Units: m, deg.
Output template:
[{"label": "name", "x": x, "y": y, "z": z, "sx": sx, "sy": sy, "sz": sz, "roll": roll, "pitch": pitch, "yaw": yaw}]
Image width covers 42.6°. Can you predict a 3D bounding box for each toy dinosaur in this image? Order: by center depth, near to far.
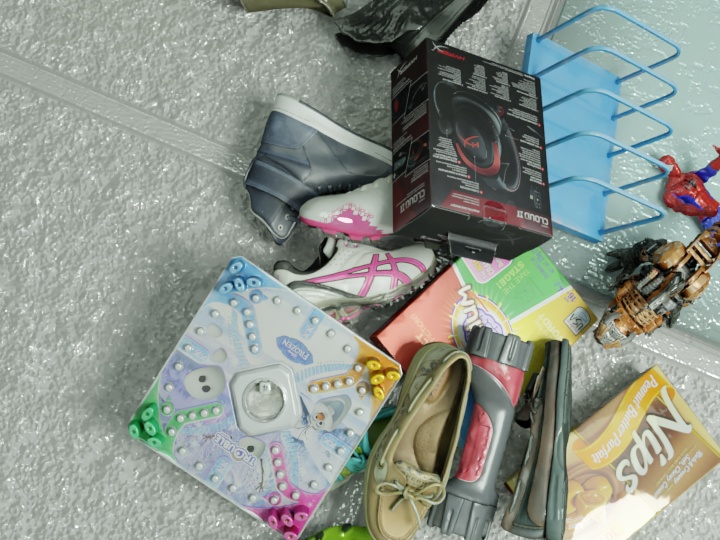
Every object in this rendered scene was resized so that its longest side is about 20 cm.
[{"label": "toy dinosaur", "x": 0.323, "y": 0.011, "z": 0.956, "sx": 0.196, "sy": 0.136, "sz": 0.104, "roll": -20, "pitch": 86, "yaw": 2}]

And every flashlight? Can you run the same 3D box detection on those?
[{"label": "flashlight", "x": 0.114, "y": 0.159, "z": 0.912, "sx": 0.067, "sy": 0.067, "sz": 0.204, "roll": 13, "pitch": 83, "yaw": 44}]

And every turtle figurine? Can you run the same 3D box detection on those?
[{"label": "turtle figurine", "x": -0.124, "y": 0.101, "z": 0.942, "sx": 0.147, "sy": 0.101, "sz": 0.203, "roll": 19, "pitch": 70, "yaw": 2}]

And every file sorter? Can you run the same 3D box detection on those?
[{"label": "file sorter", "x": 0.254, "y": -0.155, "z": 0.987, "sx": 0.137, "sy": 0.122, "sz": 0.204, "roll": 18, "pitch": 73, "yaw": -27}]

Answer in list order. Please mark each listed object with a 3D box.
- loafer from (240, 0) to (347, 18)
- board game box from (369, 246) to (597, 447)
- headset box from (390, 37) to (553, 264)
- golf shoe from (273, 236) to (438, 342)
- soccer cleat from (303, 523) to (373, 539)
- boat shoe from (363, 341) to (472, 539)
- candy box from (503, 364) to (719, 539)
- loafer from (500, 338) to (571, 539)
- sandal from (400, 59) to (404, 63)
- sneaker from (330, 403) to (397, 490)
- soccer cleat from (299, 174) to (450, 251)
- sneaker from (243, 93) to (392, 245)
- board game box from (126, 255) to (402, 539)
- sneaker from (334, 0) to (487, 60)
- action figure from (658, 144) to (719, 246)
[{"label": "loafer", "x": -0.111, "y": -0.325, "z": 1.066, "sx": 0.196, "sy": 0.075, "sz": 0.071, "roll": 19, "pitch": 87, "yaw": 7}, {"label": "board game box", "x": 0.131, "y": 0.062, "z": 0.977, "sx": 0.200, "sy": 0.040, "sz": 0.154, "roll": -42, "pitch": 92, "yaw": -12}, {"label": "headset box", "x": 0.109, "y": -0.107, "z": 0.917, "sx": 0.146, "sy": 0.075, "sz": 0.204, "roll": 11, "pitch": 66, "yaw": -27}, {"label": "golf shoe", "x": 0.000, "y": 0.000, "z": 0.951, "sx": 0.198, "sy": 0.072, "sz": 0.094, "roll": -23, "pitch": 92, "yaw": -37}, {"label": "soccer cleat", "x": -0.050, "y": 0.304, "z": 0.910, "sx": 0.196, "sy": 0.082, "sz": 0.068, "roll": -6, "pitch": 41, "yaw": -24}, {"label": "boat shoe", "x": 0.054, "y": 0.167, "z": 0.874, "sx": 0.072, "sy": 0.063, "sz": 0.204, "roll": 16, "pitch": 88, "yaw": -14}, {"label": "candy box", "x": 0.261, "y": 0.205, "z": 0.953, "sx": 0.198, "sy": 0.055, "sz": 0.116, "roll": -35, "pitch": 79, "yaw": -11}, {"label": "loafer", "x": 0.174, "y": 0.160, "z": 0.908, "sx": 0.062, "sy": 0.072, "sz": 0.204, "roll": 0, "pitch": 62, "yaw": 17}, {"label": "sandal", "x": 0.112, "y": -0.156, "z": 1.032, "sx": 0.086, "sy": 0.079, "sz": 0.202, "roll": -34, "pitch": 88, "yaw": -16}, {"label": "sneaker", "x": -0.016, "y": 0.175, "z": 0.934, "sx": 0.196, "sy": 0.080, "sz": 0.079, "roll": -19, "pitch": 77, "yaw": -7}, {"label": "soccer cleat", "x": 0.031, "y": -0.073, "z": 0.952, "sx": 0.196, "sy": 0.070, "sz": 0.088, "roll": 4, "pitch": 102, "yaw": -26}, {"label": "sneaker", "x": -0.030, "y": -0.080, "z": 1.004, "sx": 0.199, "sy": 0.077, "sz": 0.148, "roll": 25, "pitch": 84, "yaw": -5}, {"label": "board game box", "x": -0.091, "y": 0.124, "z": 0.876, "sx": 0.198, "sy": 0.026, "sz": 0.202, "roll": 33, "pitch": 91, "yaw": -4}, {"label": "sneaker", "x": 0.069, "y": -0.311, "z": 1.071, "sx": 0.104, "sy": 0.060, "sz": 0.200, "roll": 41, "pitch": 77, "yaw": 7}, {"label": "action figure", "x": 0.405, "y": -0.059, "z": 1.010, "sx": 0.065, "sy": 0.099, "sz": 0.201, "roll": -38, "pitch": 78, "yaw": -13}]
